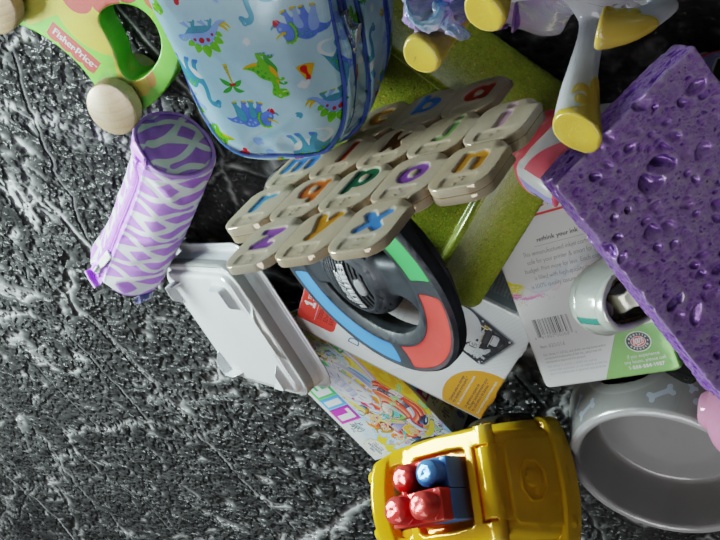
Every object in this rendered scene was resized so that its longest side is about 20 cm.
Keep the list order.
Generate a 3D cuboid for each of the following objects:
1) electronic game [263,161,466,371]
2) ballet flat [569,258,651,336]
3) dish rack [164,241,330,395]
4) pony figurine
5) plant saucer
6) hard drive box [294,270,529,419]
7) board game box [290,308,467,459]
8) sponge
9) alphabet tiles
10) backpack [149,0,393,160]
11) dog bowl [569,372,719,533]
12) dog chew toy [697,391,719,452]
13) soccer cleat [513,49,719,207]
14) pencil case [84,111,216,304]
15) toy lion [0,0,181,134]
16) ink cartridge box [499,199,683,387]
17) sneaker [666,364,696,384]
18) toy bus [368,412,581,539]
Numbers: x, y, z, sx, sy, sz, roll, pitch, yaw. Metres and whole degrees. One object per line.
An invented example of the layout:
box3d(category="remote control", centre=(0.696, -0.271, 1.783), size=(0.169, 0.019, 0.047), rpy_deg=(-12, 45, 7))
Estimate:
box3d(category="electronic game", centre=(0.000, 0.000, 0.740), size=(0.199, 0.042, 0.201), rpy_deg=(36, 154, 21))
box3d(category="ballet flat", centre=(0.230, -0.019, 0.639), size=(0.198, 0.070, 0.070), rpy_deg=(-35, 118, 2))
box3d(category="dish rack", centre=(-0.123, 0.053, 0.960), size=(0.199, 0.043, 0.173), rpy_deg=(2, 127, 59))
box3d(category="pony figurine", centre=(0.111, -0.176, 0.559), size=(0.191, 0.200, 0.168), rpy_deg=(30, 144, 21))
box3d(category="plant saucer", centre=(0.039, -0.089, 0.711), size=(0.199, 0.048, 0.202), rpy_deg=(39, 131, 14))
box3d(category="hard drive box", centre=(0.054, 0.024, 0.864), size=(0.197, 0.077, 0.157), rpy_deg=(26, 140, 5))
box3d(category="board game box", centre=(0.002, 0.115, 1.021), size=(0.200, 0.034, 0.133), rpy_deg=(46, 138, -19))
box3d(category="sponge", centre=(0.207, -0.022, 0.583), size=(0.200, 0.111, 0.030), rpy_deg=(47, -179, -20))
box3d(category="alphabet tiles", centre=(0.011, -0.058, 0.586), size=(0.197, 0.196, 0.015), rpy_deg=(-8, 121, 38))
box3d(category="backpack", centre=(-0.054, -0.169, 0.603), size=(0.160, 0.156, 0.201), rpy_deg=(0, 152, 14))
box3d(category="dog bowl", centre=(0.283, 0.166, 0.889), size=(0.197, 0.059, 0.202), rpy_deg=(16, 139, 15))
box3d(category="dog chew toy", centre=(0.363, 0.118, 0.742), size=(0.197, 0.125, 0.126), rpy_deg=(3, 134, 30))
box3d(category="soccer cleat", centre=(0.192, -0.087, 0.610), size=(0.196, 0.077, 0.068), rpy_deg=(-15, 125, -3))
box3d(category="pencil case", centre=(-0.203, -0.059, 0.915), size=(0.085, 0.085, 0.201), rpy_deg=(56, 137, 22))
box3d(category="toy lion", centre=(-0.214, -0.237, 0.774), size=(0.199, 0.069, 0.191), rpy_deg=(41, 131, -14))
box3d(category="ink cartridge box", centre=(0.166, -0.022, 0.729), size=(0.116, 0.067, 0.203), rpy_deg=(-14, 103, 40))
box3d(category="sneaker", centre=(0.248, 0.061, 0.800), size=(0.104, 0.060, 0.200), rpy_deg=(37, 136, -2))
box3d(category="toy bus", centre=(0.075, 0.211, 0.889), size=(0.198, 0.138, 0.190), rpy_deg=(-23, 157, 38))
